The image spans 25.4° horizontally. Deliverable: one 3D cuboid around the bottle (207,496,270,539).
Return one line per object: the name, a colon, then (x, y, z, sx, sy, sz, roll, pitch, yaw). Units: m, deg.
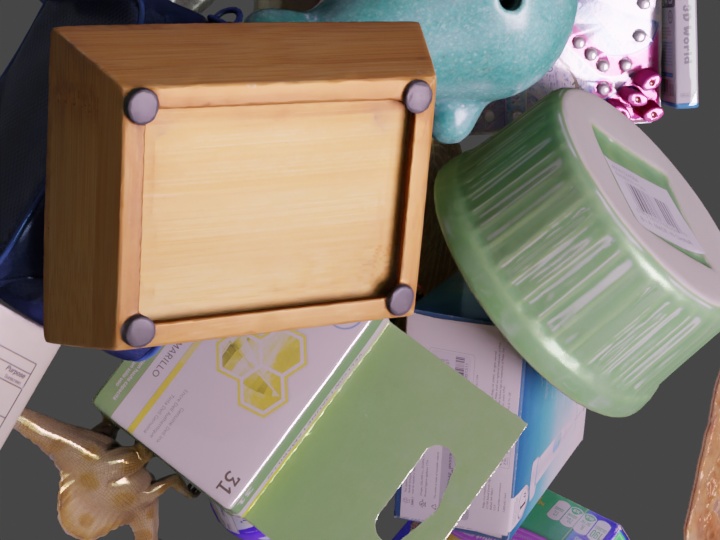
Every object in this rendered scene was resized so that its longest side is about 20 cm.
bottle: (-0.059, 0.129, 1.011, 0.083, 0.066, 0.201, -27, 151, -10)

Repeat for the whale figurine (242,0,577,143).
whale figurine: (0.035, -0.145, 0.920, 0.199, 0.104, 0.160, -23, 108, -14)

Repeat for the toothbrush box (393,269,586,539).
toothbrush box: (0.098, 0.075, 1.098, 0.200, 0.085, 0.148, -33, 130, -62)

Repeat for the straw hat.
straw hat: (0.000, 0.000, 1.042, 0.201, 0.084, 0.203, 10, 90, -71)

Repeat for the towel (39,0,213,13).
towel: (-0.107, -0.217, 0.899, 0.200, 0.024, 0.147, -45, 128, 1)

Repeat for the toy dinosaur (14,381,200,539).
toy dinosaur: (-0.154, 0.114, 0.980, 0.101, 0.058, 0.200, -49, 129, -14)

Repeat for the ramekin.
ramekin: (0.148, -0.018, 1.005, 0.098, 0.201, 0.199, -39, 137, 26)

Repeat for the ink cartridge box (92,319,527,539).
ink cartridge box: (-0.028, 0.078, 0.891, 0.146, 0.199, 0.048, -52, 164, -9)

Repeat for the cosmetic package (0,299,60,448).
cosmetic package: (-0.263, 0.092, 0.864, 0.103, 0.087, 0.201, 35, 82, -39)

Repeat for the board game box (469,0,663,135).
board game box: (0.102, -0.187, 1.039, 0.198, 0.026, 0.202, -4, 108, -5)

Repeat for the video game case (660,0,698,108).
video game case: (0.208, -0.216, 1.100, 0.018, 0.143, 0.202, -3, 99, 0)

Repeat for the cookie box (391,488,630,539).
cookie box: (0.081, 0.247, 1.141, 0.200, 0.171, 0.075, -48, 126, -17)

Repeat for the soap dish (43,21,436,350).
soap dish: (-0.055, -0.041, 0.794, 0.198, 0.081, 0.159, -6, 113, -28)

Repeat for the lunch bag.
lunch bag: (-0.126, -0.062, 0.877, 0.132, 0.136, 0.201, 30, 97, -37)

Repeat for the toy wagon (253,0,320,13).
toy wagon: (0.035, -0.179, 0.995, 0.198, 0.040, 0.157, 3, 104, -12)

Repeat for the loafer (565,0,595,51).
loafer: (0.135, -0.180, 1.093, 0.068, 0.076, 0.201, -50, 121, -29)
